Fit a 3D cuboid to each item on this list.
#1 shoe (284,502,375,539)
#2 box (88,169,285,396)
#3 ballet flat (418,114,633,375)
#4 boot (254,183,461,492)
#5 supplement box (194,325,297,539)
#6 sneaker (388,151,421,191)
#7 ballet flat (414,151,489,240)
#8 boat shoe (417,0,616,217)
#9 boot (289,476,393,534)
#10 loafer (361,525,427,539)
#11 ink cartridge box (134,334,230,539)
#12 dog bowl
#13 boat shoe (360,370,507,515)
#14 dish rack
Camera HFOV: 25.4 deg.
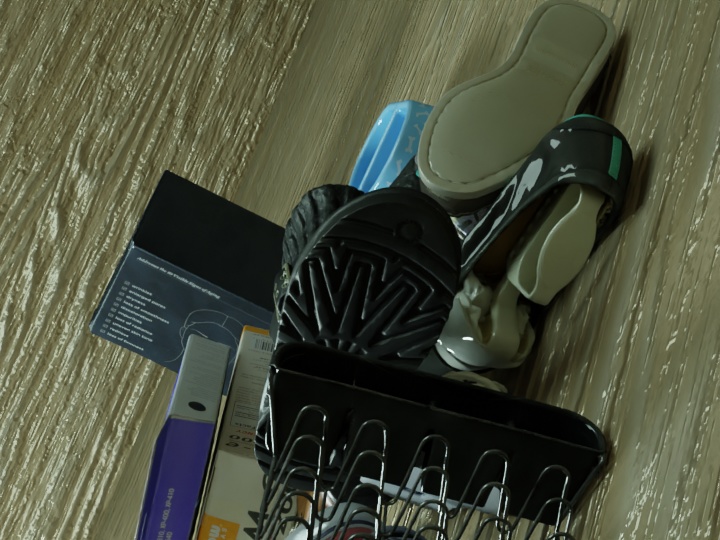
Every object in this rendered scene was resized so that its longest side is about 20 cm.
[{"bbox_3d":[-0.036,0.236,0.915,0.201,0.071,0.091,-58,26,12],"label":"shoe"},{"bbox_3d":[-0.187,0.020,1.865,0.197,0.198,0.125,-52,15,52],"label":"box"},{"bbox_3d":[0.079,0.004,0.861,0.069,0.067,0.201,-92,27,-52],"label":"ballet flat"},{"bbox_3d":[-0.003,0.000,0.867,0.159,0.079,0.212,-78,12,-48],"label":"boot"},{"bbox_3d":[-0.082,0.150,1.286,0.201,0.073,0.127,-84,9,-63],"label":"supplement box"},{"bbox_3d":[0.040,-0.034,1.198,0.104,0.060,0.201,-51,12,52],"label":"sneaker"},{"bbox_3d":[0.075,-0.062,1.048,0.073,0.071,0.200,-63,11,12],"label":"ballet flat"},{"bbox_3d":[0.089,-0.086,0.931,0.200,0.071,0.060,-52,-17,-42],"label":"boat shoe"},{"bbox_3d":[-0.022,0.144,1.051,0.189,0.068,0.201,-79,16,-54],"label":"boot"},{"bbox_3d":[-0.014,0.225,0.807,0.202,0.071,0.063,-63,14,-4],"label":"loafer"},{"bbox_3d":[-0.145,0.179,1.235,0.200,0.043,0.200,-83,6,-70],"label":"ink cartridge box"},{"bbox_3d":[0.035,-0.096,1.396,0.112,0.049,0.200,-65,10,1],"label":"dog bowl"},{"bbox_3d":[0.048,0.084,0.831,0.200,0.070,0.071,127,164,-77],"label":"boat shoe"},{"bbox_3d":[0.024,0.115,0.637,0.201,0.152,0.055,-82,6,-61],"label":"dish rack"}]
